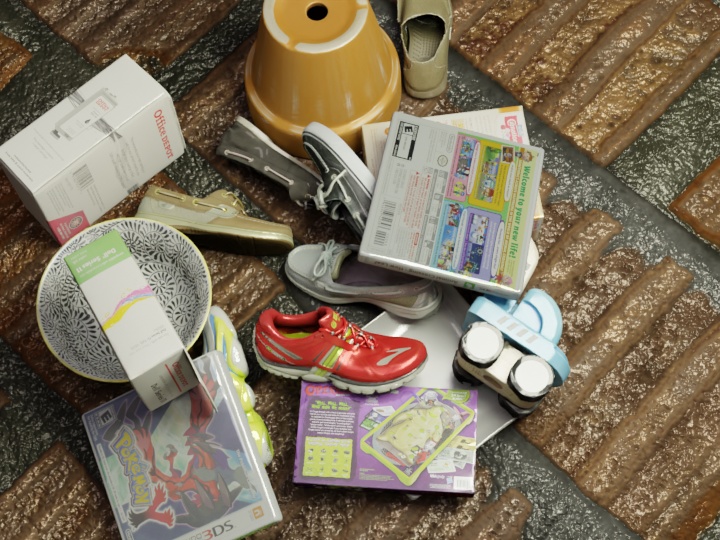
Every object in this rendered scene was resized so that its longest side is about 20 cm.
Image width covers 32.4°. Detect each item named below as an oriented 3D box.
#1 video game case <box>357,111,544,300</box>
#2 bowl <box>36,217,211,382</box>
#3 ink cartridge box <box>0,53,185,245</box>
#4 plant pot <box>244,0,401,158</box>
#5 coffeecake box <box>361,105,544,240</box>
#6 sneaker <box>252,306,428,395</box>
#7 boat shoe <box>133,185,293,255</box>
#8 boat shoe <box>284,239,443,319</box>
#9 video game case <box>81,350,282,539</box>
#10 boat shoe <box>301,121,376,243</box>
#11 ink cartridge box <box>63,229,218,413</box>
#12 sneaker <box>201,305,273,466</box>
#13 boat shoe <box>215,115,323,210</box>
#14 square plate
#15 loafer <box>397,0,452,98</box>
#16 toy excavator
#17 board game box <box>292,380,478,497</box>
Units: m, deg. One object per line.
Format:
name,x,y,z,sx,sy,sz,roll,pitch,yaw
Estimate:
video game case,0.104,-0.075,1.387,0.182,0.022,0.200,14,59,-1
bowl,-0.266,0.048,1.440,0.200,0.094,0.201,0,67,1
ink cartridge box,-0.321,-0.143,1.497,0.200,0.147,0.083,-40,71,-15
plant pot,-0.049,-0.267,1.522,0.200,0.183,0.201,-1,67,1
coffeecake box,0.109,-0.106,1.506,0.200,0.073,0.154,-7,68,-1
sneaker,-0.024,0.082,1.382,0.200,0.085,0.077,4,35,6
boat shoe,-0.175,-0.065,1.498,0.200,0.074,0.067,9,72,6
boat shoe,0.000,0.001,1.453,0.202,0.065,0.074,17,60,25
video game case,-0.199,0.214,1.359,0.182,0.023,0.200,-26,74,14
boat shoe,-0.019,-0.088,1.435,0.068,0.074,0.199,-35,71,-10
ink cartridge box,-0.231,0.071,1.314,0.067,0.117,0.200,-30,69,-10
sneaker,-0.173,0.140,1.408,0.105,0.076,0.200,-18,68,-5
boat shoe,-0.092,-0.113,1.525,0.200,0.067,0.057,37,89,17
square plate,0.076,0.131,1.430,0.200,0.028,0.198,-36,70,-13
loafer,0.086,-0.321,1.604,0.076,0.067,0.200,-4,66,0
toy excavator,0.171,0.035,1.395,0.194,0.100,0.200,35,72,11
board game box,0.029,0.186,1.377,0.200,0.032,0.120,3,70,3
